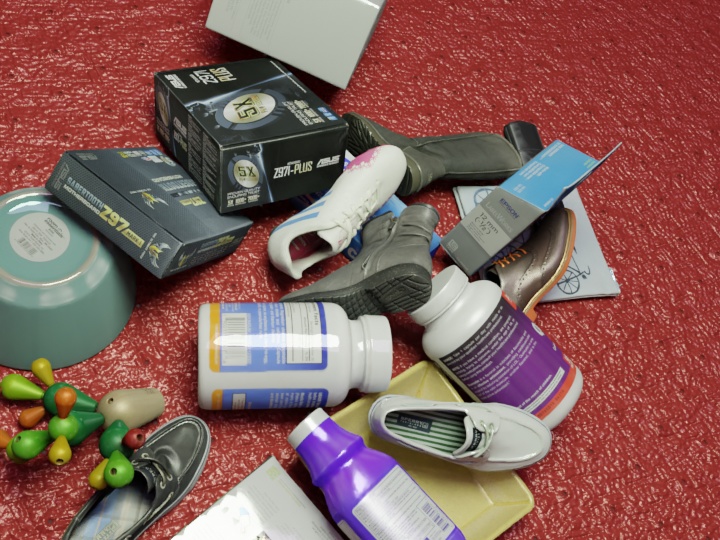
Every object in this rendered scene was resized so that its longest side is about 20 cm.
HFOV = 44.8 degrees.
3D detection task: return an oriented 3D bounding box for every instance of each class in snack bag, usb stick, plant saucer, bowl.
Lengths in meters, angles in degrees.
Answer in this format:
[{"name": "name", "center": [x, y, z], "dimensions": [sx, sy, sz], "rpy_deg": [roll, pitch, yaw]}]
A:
[{"name": "snack bag", "center": [0.237, -0.041, 1.180], "dimensions": [0.199, 0.021, 0.189], "rpy_deg": [-5, 62, -21]}, {"name": "usb stick", "center": [0.243, -0.121, 1.197], "dimensions": [0.055, 0.033, 0.200], "rpy_deg": [1, 60, -26]}, {"name": "plant saucer", "center": [0.054, 0.225, 0.938], "dimensions": [0.200, 0.048, 0.200], "rpy_deg": [-27, 72, -30]}, {"name": "bowl", "center": [-0.333, -0.007, 0.913], "dimensions": [0.200, 0.105, 0.201], "rpy_deg": [9, 59, -14]}]

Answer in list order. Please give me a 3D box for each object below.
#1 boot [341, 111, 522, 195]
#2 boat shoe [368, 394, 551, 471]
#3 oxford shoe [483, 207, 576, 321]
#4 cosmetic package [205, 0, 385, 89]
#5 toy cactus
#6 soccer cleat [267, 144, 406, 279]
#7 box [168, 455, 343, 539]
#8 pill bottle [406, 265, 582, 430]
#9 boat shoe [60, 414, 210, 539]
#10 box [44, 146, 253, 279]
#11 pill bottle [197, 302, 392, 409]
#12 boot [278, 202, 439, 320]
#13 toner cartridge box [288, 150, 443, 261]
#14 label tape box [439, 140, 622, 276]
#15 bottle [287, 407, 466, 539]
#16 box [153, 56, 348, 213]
[{"name": "boot", "center": [0.093, -0.167, 1.177], "dimensions": [0.200, 0.073, 0.182], "rpy_deg": [-21, 52, -34]}, {"name": "boat shoe", "center": [0.107, 0.174, 0.907], "dimensions": [0.199, 0.067, 0.074], "rpy_deg": [6, 89, -6]}, {"name": "oxford shoe", "center": [0.198, -0.001, 1.069], "dimensions": [0.072, 0.071, 0.200], "rpy_deg": [34, 77, -17]}, {"name": "cosmetic package", "center": [-0.074, -0.358, 1.166], "dimensions": [0.200, 0.123, 0.199], "rpy_deg": [23, 29, -3]}, {"name": "toy cactus", "center": [-0.265, 0.137, 0.846], "dimensions": [0.200, 0.103, 0.165], "rpy_deg": [13, 14, 35]}, {"name": "soccer cleat", "center": [-0.017, -0.062, 1.006], "dimensions": [0.200, 0.070, 0.086], "rpy_deg": [-40, 33, 0]}, {"name": "box", "center": [-0.115, 0.296, 0.845], "dimensions": [0.200, 0.036, 0.144], "rpy_deg": [-34, 75, -34]}, {"name": "pill bottle", "center": [0.149, 0.090, 0.988], "dimensions": [0.200, 0.112, 0.113], "rpy_deg": [45, 55, -9]}, {"name": "boat shoe", "center": [-0.215, 0.210, 0.842], "dimensions": [0.070, 0.066, 0.200], "rpy_deg": [41, 56, 8]}, {"name": "box", "center": [-0.222, -0.070, 0.956], "dimensions": [0.158, 0.051, 0.200], "rpy_deg": [38, 16, 6]}, {"name": "pill bottle", "center": [-0.071, 0.089, 0.925], "dimensions": [0.199, 0.112, 0.112], "rpy_deg": [0, 59, -10]}, {"name": "boot", "center": [0.000, 0.000, 1.009], "dimensions": [0.199, 0.070, 0.132], "rpy_deg": [-14, 41, 21]}, {"name": "toner cartridge box", "center": [-0.001, -0.070, 1.103], "dimensions": [0.200, 0.043, 0.095], "rpy_deg": [43, 55, 10]}, {"name": "label tape box", "center": [0.202, -0.092, 1.054], "dimensions": [0.066, 0.200, 0.143], "rpy_deg": [48, 51, 6]}, {"name": "bottle", "center": [0.011, 0.223, 0.855], "dimensions": [0.200, 0.065, 0.083], "rpy_deg": [45, 56, 11]}, {"name": "box", "center": [-0.135, -0.170, 1.047], "dimensions": [0.163, 0.086, 0.200], "rpy_deg": [-15, 43, -28]}]
